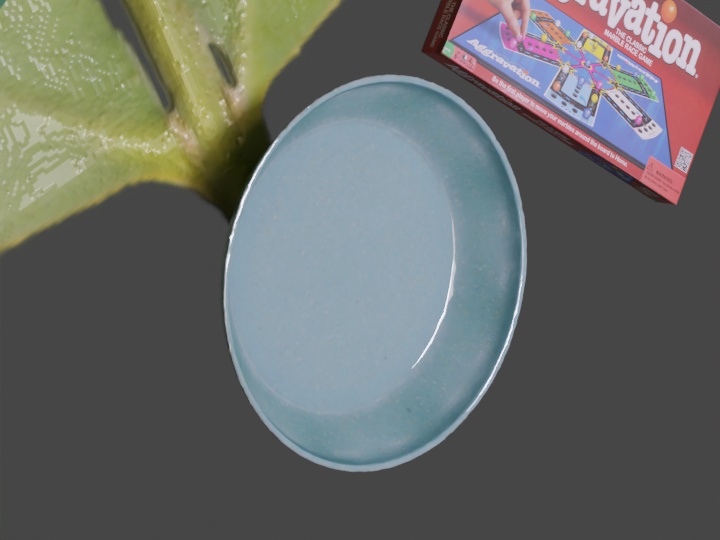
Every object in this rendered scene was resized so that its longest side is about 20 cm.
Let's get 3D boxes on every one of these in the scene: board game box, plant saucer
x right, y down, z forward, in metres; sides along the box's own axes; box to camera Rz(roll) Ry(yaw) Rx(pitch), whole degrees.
[{"bbox_3d":[0.121,-0.121,1.556,0.200,0.019,0.103,29,77,-40],"label":"board game box"},{"bbox_3d":[0.000,0.000,1.462,0.200,0.036,0.200,-8,102,-40],"label":"plant saucer"}]

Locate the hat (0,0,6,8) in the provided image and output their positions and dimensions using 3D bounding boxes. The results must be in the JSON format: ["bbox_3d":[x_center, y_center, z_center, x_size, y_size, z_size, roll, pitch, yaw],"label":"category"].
[{"bbox_3d":[-0.209,-0.182,1.264,0.200,0.176,0.166,-5,106,-2],"label":"hat"}]
